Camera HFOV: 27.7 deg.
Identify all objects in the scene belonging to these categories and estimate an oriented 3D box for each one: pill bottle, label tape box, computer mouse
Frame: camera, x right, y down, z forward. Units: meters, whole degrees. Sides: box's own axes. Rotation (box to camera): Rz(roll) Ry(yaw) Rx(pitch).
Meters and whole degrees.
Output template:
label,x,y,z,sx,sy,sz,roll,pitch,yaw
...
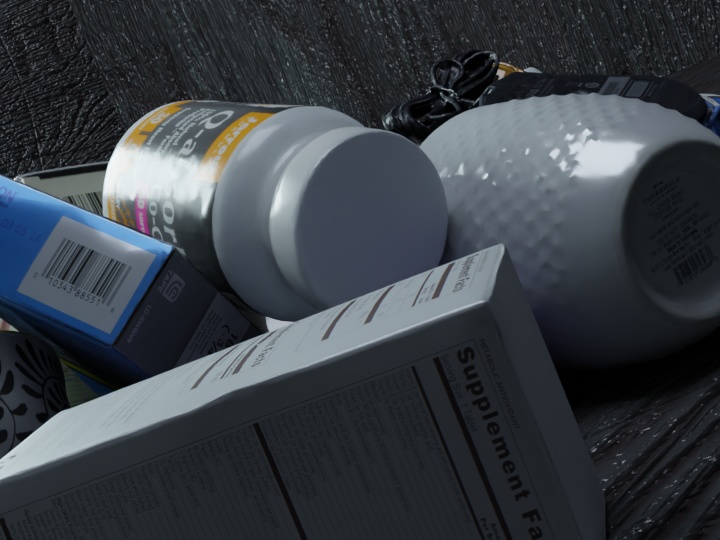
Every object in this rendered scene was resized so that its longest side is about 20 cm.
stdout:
label,x,y,z,sx,sy,sz,roll,pitch,yaw
pill bottle,-0.050,-0.034,0.796,0.116,0.117,0.200,-26,21,-30
label tape box,-0.128,0.032,0.810,0.144,0.200,0.063,22,74,29
computer mouse,0.128,-0.095,0.954,0.199,0.053,0.138,9,31,27

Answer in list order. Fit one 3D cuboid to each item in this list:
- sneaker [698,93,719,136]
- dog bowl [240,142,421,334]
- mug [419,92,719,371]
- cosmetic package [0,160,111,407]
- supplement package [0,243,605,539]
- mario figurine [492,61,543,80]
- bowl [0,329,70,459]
label,x,y,z,sx,sy,sz,roll,pitch,yaw
sneaker,0.240,-0.085,1.016,0.199,0.076,0.077,-5,-13,2
dog bowl,0.000,0.000,0.914,0.199,0.200,0.059,-24,-37,-5
mug,0.141,-0.028,0.771,0.199,0.148,0.175,-19,9,-24
cosmetic package,-0.189,0.025,0.982,0.103,0.087,0.200,-12,-33,-33
supplement package,-0.021,0.083,0.537,0.199,0.114,0.110,-21,7,12
mario figurine,0.127,-0.073,1.121,0.123,0.106,0.200,-42,-40,5
bowl,-0.213,0.134,0.749,0.200,0.094,0.201,-36,-24,-19
